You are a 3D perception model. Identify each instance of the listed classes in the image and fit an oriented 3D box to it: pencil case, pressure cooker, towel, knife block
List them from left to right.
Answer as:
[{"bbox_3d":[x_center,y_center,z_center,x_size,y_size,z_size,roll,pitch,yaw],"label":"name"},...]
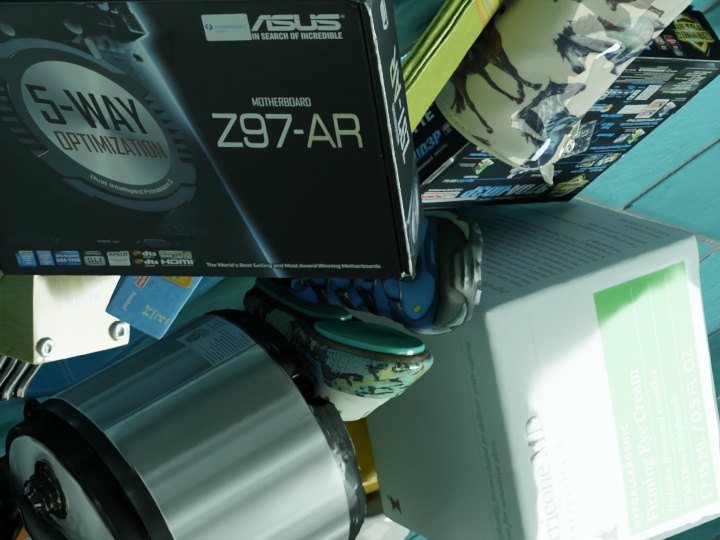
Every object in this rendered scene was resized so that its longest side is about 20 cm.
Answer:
[{"bbox_3d":[-0.198,-0.019,1.257,0.064,0.176,0.200,-12,110,-44],"label":"knife block"},{"bbox_3d":[-0.121,0.135,1.440,0.200,0.179,0.176,-29,177,-26],"label":"pressure cooker"},{"bbox_3d":[0.048,-0.116,1.278,0.200,0.018,0.086,-55,168,-2],"label":"towel"},{"bbox_3d":[0.134,-0.144,1.331,0.089,0.078,0.200,33,115,-23],"label":"pencil case"}]

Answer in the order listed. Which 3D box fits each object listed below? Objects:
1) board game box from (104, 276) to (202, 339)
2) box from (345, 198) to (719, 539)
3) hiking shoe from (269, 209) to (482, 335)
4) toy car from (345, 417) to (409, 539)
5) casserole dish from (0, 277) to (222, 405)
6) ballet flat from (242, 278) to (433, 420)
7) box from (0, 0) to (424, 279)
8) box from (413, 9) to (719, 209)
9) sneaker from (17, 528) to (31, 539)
[{"bbox_3d":[-0.051,-0.080,1.177,0.200,0.037,0.151,-54,-170,42],"label":"board game box"},{"bbox_3d":[0.114,0.072,1.593,0.171,0.199,0.200,-18,-162,-24],"label":"box"},{"bbox_3d":[0.000,0.000,1.421,0.087,0.074,0.200,0,-178,-28],"label":"hiking shoe"},{"bbox_3d":[-0.059,0.121,1.692,0.150,0.175,0.200,6,-165,44],"label":"toy car"},{"bbox_3d":[-0.151,0.011,1.413,0.200,0.039,0.121,-37,160,22],"label":"casserole dish"},{"bbox_3d":[-0.015,0.056,1.464,0.074,0.074,0.200,-24,-160,-16],"label":"ballet flat"},{"bbox_3d":[-0.080,-0.068,1.058,0.200,0.044,0.160,1,134,11],"label":"box"},{"bbox_3d":[0.120,-0.102,1.508,0.200,0.046,0.159,-5,150,-51],"label":"box"},{"bbox_3d":[-0.184,0.192,1.793,0.200,0.078,0.112,-17,164,-5],"label":"sneaker"}]
